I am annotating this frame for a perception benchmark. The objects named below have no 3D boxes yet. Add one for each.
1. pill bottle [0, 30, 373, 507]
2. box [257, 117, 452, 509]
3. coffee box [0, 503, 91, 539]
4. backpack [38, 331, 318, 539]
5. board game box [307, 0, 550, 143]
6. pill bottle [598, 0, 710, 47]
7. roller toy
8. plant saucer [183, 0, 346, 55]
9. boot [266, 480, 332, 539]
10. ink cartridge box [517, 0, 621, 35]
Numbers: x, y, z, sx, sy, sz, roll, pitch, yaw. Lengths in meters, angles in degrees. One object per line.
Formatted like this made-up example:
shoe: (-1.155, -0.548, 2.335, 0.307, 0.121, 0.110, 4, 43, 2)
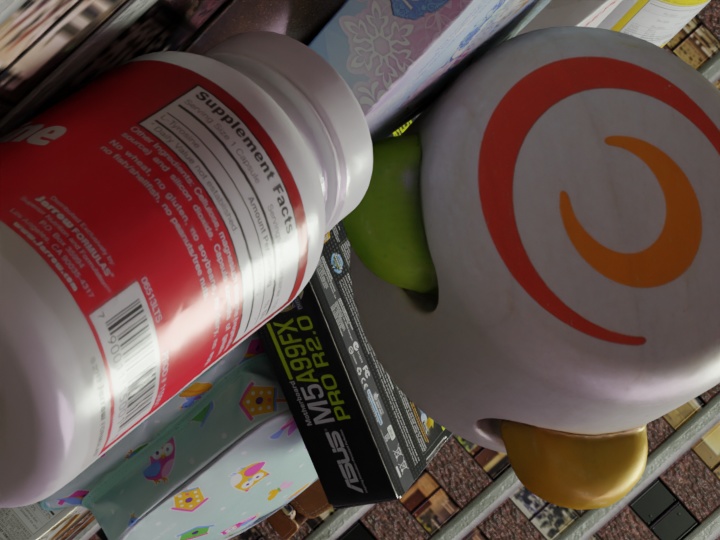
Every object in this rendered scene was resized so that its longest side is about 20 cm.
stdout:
pill bottle: (-0.085, -0.011, 0.757, 0.200, 0.112, 0.112, -39, 176, -43)
box: (0.000, 0.000, 1.094, 0.044, 0.200, 0.160, -12, -161, 31)
coffee box: (-0.259, 0.174, 1.410, 0.200, 0.080, 0.114, -39, 176, -39)
backpack: (-0.085, 0.065, 1.164, 0.176, 0.153, 0.200, -42, 168, 18)
board game box: (0.047, -0.124, 0.914, 0.200, 0.043, 0.199, -44, 177, 43)
pill bottle: (0.180, -0.206, 1.356, 0.112, 0.112, 0.200, -39, 176, -42)
roller toy: (0.095, -0.008, 0.982, 0.182, 0.200, 0.140, -46, -178, -28)
plant saucer: (-0.024, -0.109, 0.940, 0.200, 0.032, 0.200, -41, 177, -3)
boot: (-0.053, 0.083, 1.334, 0.077, 0.155, 0.200, -38, 174, -47)
ink cartridge box: (0.064, -0.130, 1.210, 0.145, 0.084, 0.200, -41, 177, -32)
